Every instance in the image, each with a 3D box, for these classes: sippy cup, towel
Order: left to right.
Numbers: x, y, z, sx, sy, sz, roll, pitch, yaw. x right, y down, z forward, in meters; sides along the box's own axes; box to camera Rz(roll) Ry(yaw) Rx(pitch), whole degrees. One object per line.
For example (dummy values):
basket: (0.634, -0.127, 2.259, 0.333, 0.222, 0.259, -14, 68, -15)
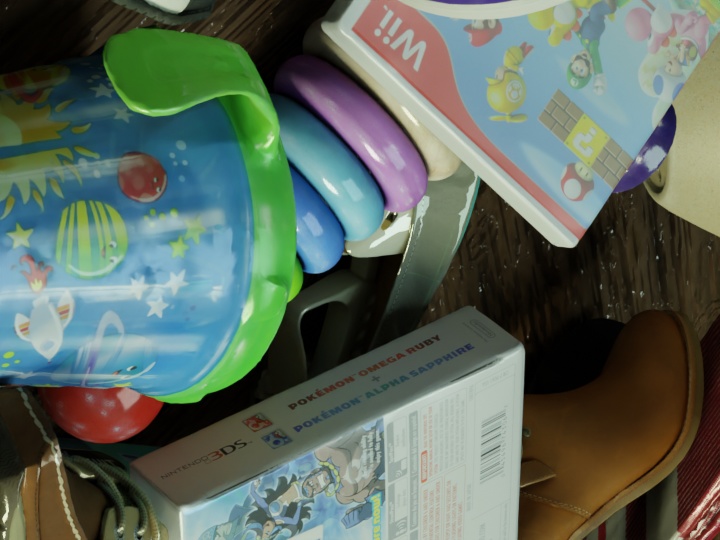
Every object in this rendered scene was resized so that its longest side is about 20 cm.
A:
sippy cup: (-0.113, -0.015, 1.067, 0.130, 0.139, 0.179, -7, 116, -41)
towel: (0.152, 0.114, 1.498, 0.200, 0.023, 0.144, -59, -168, 30)

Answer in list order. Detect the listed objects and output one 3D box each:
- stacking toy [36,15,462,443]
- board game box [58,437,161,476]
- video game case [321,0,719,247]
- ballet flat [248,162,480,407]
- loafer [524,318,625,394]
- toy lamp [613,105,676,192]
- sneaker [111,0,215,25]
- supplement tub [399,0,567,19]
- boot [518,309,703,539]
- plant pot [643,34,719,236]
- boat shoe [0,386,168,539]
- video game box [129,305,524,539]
stacking toy: (-0.052, -0.009, 1.214, 0.200, 0.085, 0.085, -45, 150, -11)
board game box: (-0.153, 0.144, 1.238, 0.200, 0.047, 0.151, 12, 108, -60)
video game case: (0.090, -0.131, 1.212, 0.143, 0.017, 0.200, 41, 75, -24)
ballet flat: (0.000, 0.000, 1.313, 0.064, 0.067, 0.201, -5, 123, -43)
loafer: (0.084, 0.107, 1.543, 0.200, 0.073, 0.072, -35, 149, -33)
toy lamp: (0.054, -0.098, 1.253, 0.200, 0.058, 0.058, 36, 88, -39)
sneaker: (-0.091, -0.146, 1.016, 0.089, 0.074, 0.200, -57, 152, 4)
supplement tub: (0.032, -0.198, 1.077, 0.146, 0.145, 0.200, -50, 150, -12)
boot: (0.078, 0.077, 1.456, 0.074, 0.154, 0.201, -46, -159, 55)
plant pot: (0.199, -0.090, 1.431, 0.134, 0.201, 0.201, -10, 137, -7)
boat shoe: (-0.113, 0.099, 1.113, 0.074, 0.076, 0.200, -23, 153, -15)
video game box: (-0.012, 0.135, 1.307, 0.182, 0.047, 0.201, -25, 133, -31)
